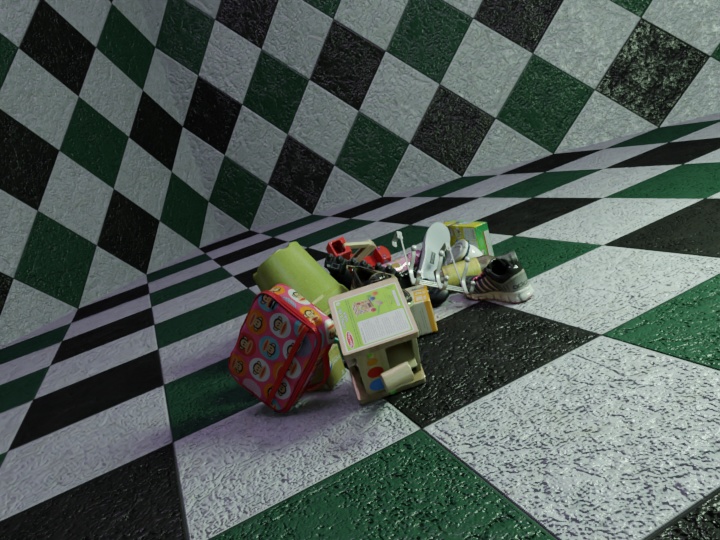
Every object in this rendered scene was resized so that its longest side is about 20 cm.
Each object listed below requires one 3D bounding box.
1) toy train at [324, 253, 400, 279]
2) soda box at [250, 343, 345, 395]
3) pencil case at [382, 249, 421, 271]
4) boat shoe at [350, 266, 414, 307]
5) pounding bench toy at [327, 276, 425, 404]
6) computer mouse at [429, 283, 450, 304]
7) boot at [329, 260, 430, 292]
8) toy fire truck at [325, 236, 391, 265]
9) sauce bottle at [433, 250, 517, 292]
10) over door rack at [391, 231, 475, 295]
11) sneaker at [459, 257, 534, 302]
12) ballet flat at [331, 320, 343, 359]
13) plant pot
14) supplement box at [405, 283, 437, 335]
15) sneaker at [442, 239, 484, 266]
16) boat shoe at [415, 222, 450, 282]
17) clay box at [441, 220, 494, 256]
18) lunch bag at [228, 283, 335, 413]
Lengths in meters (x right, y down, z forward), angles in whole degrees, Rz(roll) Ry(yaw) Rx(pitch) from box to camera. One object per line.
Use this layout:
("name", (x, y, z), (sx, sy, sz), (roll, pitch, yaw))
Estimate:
("toy train", (0.000, 0.000, 1.328), (0.197, 0.047, 0.034), (11, -13, 31))
("soda box", (-0.132, 0.194, 1.148), (0.197, 0.065, 0.068), (-9, 15, 29))
("pencil case", (0.089, 0.015, 1.538), (0.197, 0.084, 0.086), (-23, 3, -21))
("boat shoe", (0.035, 0.037, 1.216), (0.072, 0.066, 0.199), (-24, 23, -29))
("pounding bench toy", (0.039, 0.149, 0.967), (0.122, 0.158, 0.202), (-17, 44, -3))
("computer mouse", (0.147, 0.061, 1.410), (0.059, 0.034, 0.199), (-51, 21, -20))
("boot", (0.047, 0.020, 1.372), (0.197, 0.078, 0.167), (17, -12, -26))
("toy fire truck", (0.000, -0.035, 1.507), (0.197, 0.049, 0.142), (-17, -33, -28))
("sauce bottle", (0.275, 0.000, 1.401), (0.196, 0.066, 0.065), (-17, 13, 5))
("over door rack", (0.163, -0.029, 1.321), (0.145, 0.067, 0.201), (11, 29, -19))
("sneaker", (0.287, 0.014, 1.279), (0.073, 0.089, 0.199), (-24, 15, -28))
("ballet flat", (-0.082, 0.126, 1.177), (0.196, 0.072, 0.071), (13, 14, -2))
("plant pot", (-0.141, 0.045, 1.335), (0.199, 0.185, 0.200), (-38, -5, -4))
("supplement box", (0.057, 0.102, 1.252), (0.196, 0.075, 0.126), (-16, 13, 6))
("sneaker", (0.249, -0.019, 1.519), (0.079, 0.078, 0.200), (23, -13, -14))
("boat shoe", (0.176, -0.036, 1.505), (0.057, 0.068, 0.202), (-48, 19, 55))
("clay box", (0.275, -0.072, 1.579), (0.047, 0.117, 0.199), (-21, 14, -20))
("lunch bag", (-0.131, 0.145, 1.042), (0.175, 0.202, 0.082), (35, 26, 15))
